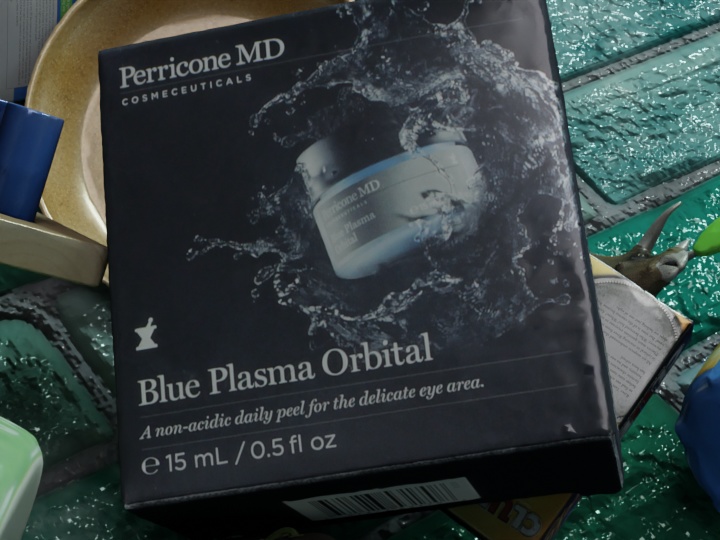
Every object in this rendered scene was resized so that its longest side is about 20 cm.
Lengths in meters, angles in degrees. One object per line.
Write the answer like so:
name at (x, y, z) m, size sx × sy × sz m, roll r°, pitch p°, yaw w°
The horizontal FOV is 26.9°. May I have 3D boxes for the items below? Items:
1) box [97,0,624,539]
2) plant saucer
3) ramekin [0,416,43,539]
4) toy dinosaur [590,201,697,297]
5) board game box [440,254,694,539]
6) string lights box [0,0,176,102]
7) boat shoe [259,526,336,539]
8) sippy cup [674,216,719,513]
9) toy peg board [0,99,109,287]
box at (0.000, 0.000, 0.644) m, size 0.194 × 0.118 × 0.202 m, roll -10°, pitch 71°, yaw 9°
plant saucer at (-0.075, -0.071, 0.789) m, size 0.198 × 0.035 × 0.203 m, roll 1°, pitch 77°, yaw -3°
ramekin at (-0.186, 0.124, 0.515) m, size 0.097 × 0.201 × 0.201 m, roll 22°, pitch 45°, yaw -5°
toy dinosaur at (0.073, 0.018, 0.780) m, size 0.198 × 0.078 × 0.103 m, roll 7°, pitch 42°, yaw 27°
board game box at (0.035, 0.027, 0.708) m, size 0.199 × 0.035 × 0.136 m, roll 35°, pitch 83°, yaw 18°
string lights box at (-0.134, -0.159, 0.832) m, size 0.199 × 0.104 × 0.059 m, roll -14°, pitch 35°, yaw -35°
boat shoe at (-0.019, 0.143, 0.632) m, size 0.198 × 0.072 × 0.060 m, roll 8°, pitch 41°, yaw -15°
sippy cup at (0.227, 0.061, 0.734) m, size 0.177 × 0.140 × 0.130 m, roll 39°, pitch 52°, yaw 23°
toy peg board at (-0.221, -0.081, 0.646) m, size 0.198 × 0.099 × 0.199 m, roll 16°, pitch 3°, yaw -35°
